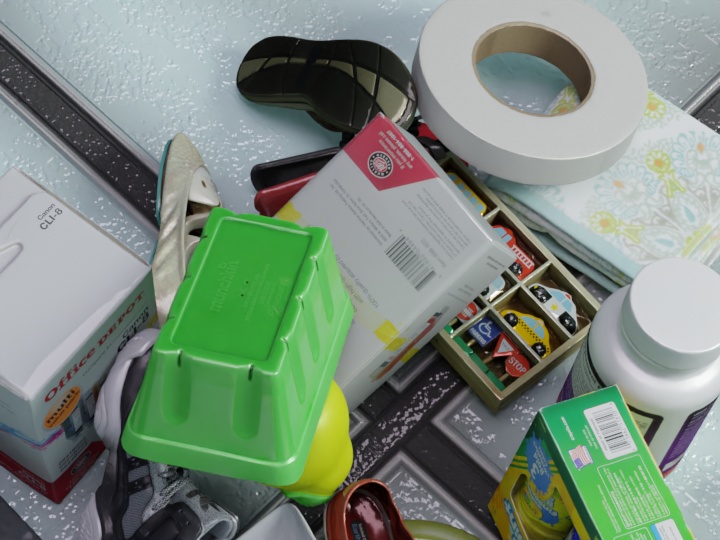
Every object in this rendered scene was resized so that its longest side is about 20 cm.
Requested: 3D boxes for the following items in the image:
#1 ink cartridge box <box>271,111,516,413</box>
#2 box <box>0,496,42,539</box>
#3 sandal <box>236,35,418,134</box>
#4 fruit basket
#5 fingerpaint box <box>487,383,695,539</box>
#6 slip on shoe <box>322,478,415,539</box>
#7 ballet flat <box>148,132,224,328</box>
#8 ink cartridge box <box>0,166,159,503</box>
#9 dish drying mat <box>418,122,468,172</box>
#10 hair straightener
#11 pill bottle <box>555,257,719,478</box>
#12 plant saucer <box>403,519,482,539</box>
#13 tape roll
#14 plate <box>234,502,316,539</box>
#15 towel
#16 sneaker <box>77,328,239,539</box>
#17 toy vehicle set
[{"bbox_3d":[0.000,0.000,1.646,0.200,0.083,0.145,-43,71,8],"label":"ink cartridge box"},{"bbox_3d":[-0.316,0.217,1.557,0.122,0.106,0.200,-41,71,-18],"label":"box"},{"bbox_3d":[-0.022,-0.155,1.764,0.200,0.057,0.080,20,73,44],"label":"sandal"},{"bbox_3d":[-0.078,0.086,1.533,0.154,0.216,0.217,11,62,7],"label":"fruit basket"},{"bbox_3d":[0.180,0.215,1.533,0.073,0.167,0.201,-15,64,-20],"label":"fingerpaint box"},{"bbox_3d":[0.022,0.245,1.537,0.073,0.061,0.201,-7,62,-20],"label":"slip on shoe"},{"bbox_3d":[-0.138,-0.027,1.705,0.062,0.068,0.201,-3,56,13],"label":"ballet flat"},{"bbox_3d":[-0.251,0.052,1.592,0.144,0.200,0.146,34,67,16],"label":"ink cartridge box"},{"bbox_3d":[0.045,-0.037,1.750,0.076,0.018,0.201,9,61,1],"label":"dish drying mat"},{"bbox_3d":[0.000,-0.106,1.752,0.199,0.041,0.077,-21,43,6],"label":"hair straightener"},{"bbox_3d":[0.220,0.078,1.584,0.110,0.200,0.112,5,57,-7],"label":"pill bottle"},{"bbox_3d":[0.042,0.279,1.576,0.198,0.031,0.202,1,63,-1],"label":"plant saucer"},{"bbox_3d":[0.141,-0.159,1.735,0.201,0.037,0.204,7,51,-8],"label":"tape roll"},{"bbox_3d":[-0.083,0.298,1.514,0.199,0.032,0.200,-38,47,2],"label":"plate"},{"bbox_3d":[0.226,-0.070,1.757,0.199,0.048,0.171,36,64,16],"label":"towel"},{"bbox_3d":[-0.142,0.151,1.559,0.113,0.075,0.202,16,99,28],"label":"sneaker"},{"bbox_3d":[0.093,0.007,1.706,0.124,0.027,0.200,-36,72,-22],"label":"toy vehicle set"}]
